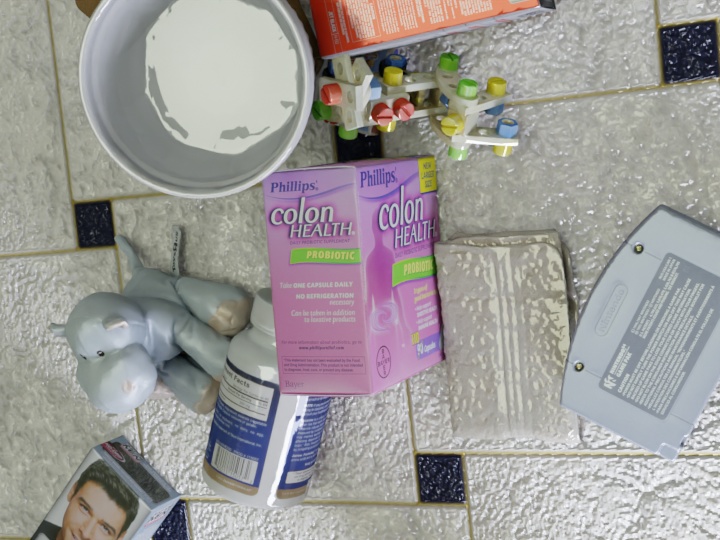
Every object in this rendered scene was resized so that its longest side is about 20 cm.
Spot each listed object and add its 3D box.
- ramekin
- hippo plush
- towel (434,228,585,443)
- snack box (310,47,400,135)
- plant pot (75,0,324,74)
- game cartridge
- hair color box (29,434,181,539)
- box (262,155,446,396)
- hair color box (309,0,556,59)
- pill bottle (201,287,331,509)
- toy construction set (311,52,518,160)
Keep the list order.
[{"bbox_3d":[-0.132,-0.169,1.176,0.199,0.105,0.201,2,103,7],"label":"ramekin"},{"bbox_3d":[-0.209,0.060,1.374,0.159,0.161,0.201,-9,94,27],"label":"hippo plush"},{"bbox_3d":[0.139,0.061,1.277,0.132,0.034,0.201,-1,98,27],"label":"towel"},{"bbox_3d":[0.006,-0.235,1.303,0.072,0.024,0.201,20,105,21],"label":"snack box"},{"bbox_3d":[-0.133,-0.242,1.294,0.200,0.186,0.186,46,114,5],"label":"plant pot"},{"bbox_3d":[0.260,0.051,1.197,0.133,0.042,0.201,28,104,13],"label":"game cartridge"},{"bbox_3d":[-0.294,0.290,1.506,0.099,0.061,0.200,42,112,15],"label":"hair color box"},{"bbox_3d":[0.000,0.000,1.256,0.096,0.176,0.201,-2,96,26],"label":"box"},{"bbox_3d":[0.065,-0.238,1.215,0.199,0.101,0.062,-10,96,17],"label":"hair color box"},{"bbox_3d":[-0.085,0.124,1.351,0.111,0.111,0.201,20,105,22],"label":"pill bottle"},{"bbox_3d":[0.035,-0.147,1.219,0.131,0.199,0.092,45,123,44],"label":"toy construction set"}]
